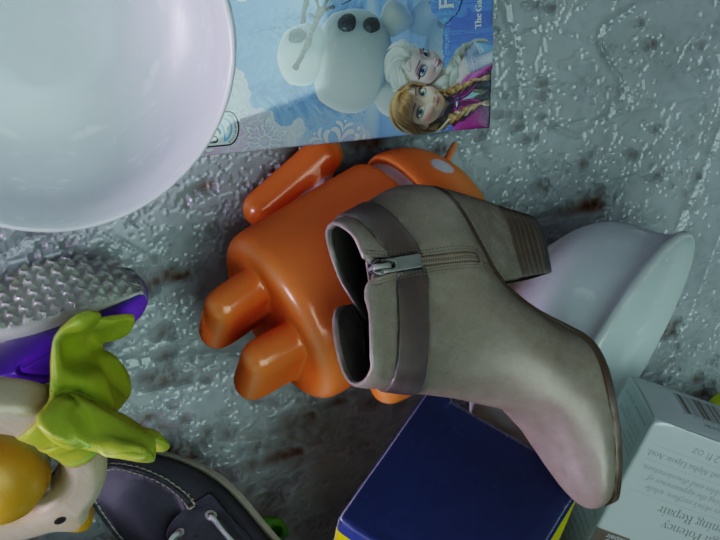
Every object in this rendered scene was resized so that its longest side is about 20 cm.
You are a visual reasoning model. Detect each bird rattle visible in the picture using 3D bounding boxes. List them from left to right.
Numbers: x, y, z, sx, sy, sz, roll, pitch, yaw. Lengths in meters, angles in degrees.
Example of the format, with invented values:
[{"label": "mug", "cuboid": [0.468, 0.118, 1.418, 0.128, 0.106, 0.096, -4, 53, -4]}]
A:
[{"label": "bird rattle", "cuboid": [-0.208, 0.099, 0.988, 0.200, 0.113, 0.163, -7, 136, -17]}]

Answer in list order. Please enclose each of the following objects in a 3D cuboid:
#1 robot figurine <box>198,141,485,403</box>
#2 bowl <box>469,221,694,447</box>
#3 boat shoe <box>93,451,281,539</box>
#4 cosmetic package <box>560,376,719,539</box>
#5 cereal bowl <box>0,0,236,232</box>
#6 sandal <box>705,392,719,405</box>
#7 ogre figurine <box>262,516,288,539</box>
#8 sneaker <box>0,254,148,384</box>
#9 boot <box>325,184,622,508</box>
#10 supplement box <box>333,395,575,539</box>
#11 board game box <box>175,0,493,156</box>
[{"label": "robot figurine", "cuboid": [-0.001, -0.002, 1.093, 0.200, 0.144, 0.117, -30, 128, -19]}, {"label": "bowl", "cuboid": [0.125, 0.045, 1.156, 0.090, 0.201, 0.201, 30, 96, 17]}, {"label": "boat shoe", "cuboid": [-0.093, 0.172, 1.082, 0.073, 0.200, 0.063, -61, 159, 15]}, {"label": "cosmetic package", "cuboid": [0.185, 0.180, 1.198, 0.102, 0.074, 0.200, 19, 109, -12]}, {"label": "cereal bowl", "cuboid": [-0.170, -0.126, 0.995, 0.200, 0.083, 0.200, -4, 114, -9]}, {"label": "sandal", "cuboid": [0.222, 0.181, 1.277, 0.087, 0.079, 0.200, 2, 98, -19]}, {"label": "ogre figurine", "cuboid": [-0.072, 0.269, 1.157, 0.098, 0.120, 0.200, 34, 92, -28]}, {"label": "sneaker", "cuboid": [-0.211, 0.067, 1.067, 0.200, 0.070, 0.100, -25, 122, -9]}, {"label": "boot", "cuboid": [0.057, 0.047, 1.004, 0.146, 0.070, 0.200, -8, 72, -37]}, {"label": "supplement box", "cuboid": [0.050, 0.184, 1.113, 0.110, 0.109, 0.200, -52, 165, -32]}, {"label": "board game box", "cuboid": [-0.018, -0.176, 1.073, 0.199, 0.043, 0.200, -7, 110, -19]}]
